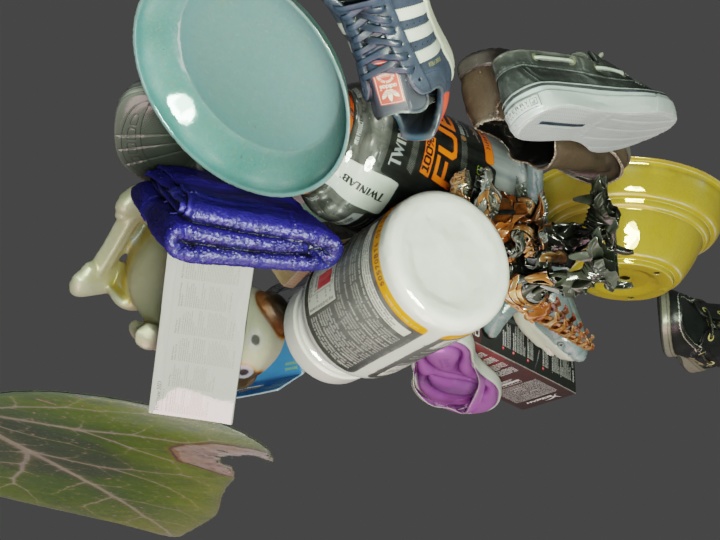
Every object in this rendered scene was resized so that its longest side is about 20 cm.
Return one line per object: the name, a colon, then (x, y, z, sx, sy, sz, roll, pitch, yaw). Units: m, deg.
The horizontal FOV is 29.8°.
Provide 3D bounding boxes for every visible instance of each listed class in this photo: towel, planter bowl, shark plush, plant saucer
towel: (-0.105, -0.049, 1.118, 0.147, 0.050, 0.200, 3, -166, -18)
planter bowl: (0.252, -0.025, 1.282, 0.199, 0.084, 0.201, 6, 158, 2)
shark plush: (0.176, -0.015, 1.260, 0.091, 0.201, 0.083, -14, -158, -42)
plant saucer: (-0.086, -0.151, 1.042, 0.199, 0.036, 0.201, 20, 134, 22)

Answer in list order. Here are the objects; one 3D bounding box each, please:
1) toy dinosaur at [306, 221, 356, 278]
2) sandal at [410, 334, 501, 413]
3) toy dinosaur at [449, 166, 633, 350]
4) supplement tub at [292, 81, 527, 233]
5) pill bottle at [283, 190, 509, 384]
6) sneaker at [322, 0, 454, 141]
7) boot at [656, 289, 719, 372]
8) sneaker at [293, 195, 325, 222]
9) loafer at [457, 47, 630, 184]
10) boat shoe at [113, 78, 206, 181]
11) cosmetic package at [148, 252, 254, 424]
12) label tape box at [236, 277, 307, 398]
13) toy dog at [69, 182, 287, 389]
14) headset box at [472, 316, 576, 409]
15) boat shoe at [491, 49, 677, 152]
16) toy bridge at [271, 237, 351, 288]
toy dinosaur: (-0.018, -0.024, 1.361, 0.102, 0.078, 0.200, -5, 169, 15)
sandal: (0.085, 0.109, 1.297, 0.082, 0.050, 0.203, -6, 152, 16)
toy dinosaur: (0.149, -0.014, 1.122, 0.135, 0.103, 0.200, -19, 146, 25)
supplement tub: (0.033, -0.084, 1.153, 0.199, 0.123, 0.122, 19, 154, -30)
pill bottle: (0.022, 0.022, 1.097, 0.116, 0.117, 0.200, 18, 153, -25)
sneaker: (0.020, -0.165, 1.011, 0.075, 0.085, 0.200, -5, 154, 27)
boot: (0.408, 0.059, 1.456, 0.153, 0.074, 0.203, -7, 160, 24)
sneaker: (-0.032, -0.056, 1.294, 0.118, 0.074, 0.200, 26, 149, -27)
loafer: (0.150, -0.110, 1.124, 0.199, 0.071, 0.073, 24, 152, -36)
boat shoe: (-0.172, -0.116, 1.218, 0.074, 0.065, 0.202, -7, 153, 8)
cosmetic package: (-0.145, 0.040, 1.260, 0.082, 0.201, 0.051, 8, -159, -5)
label tape box: (-0.088, 0.067, 1.468, 0.143, 0.066, 0.200, -15, -166, 42)
toy dog: (-0.167, 0.034, 1.376, 0.200, 0.140, 0.194, 42, -170, 21)
headset box: (0.130, 0.037, 1.372, 0.077, 0.150, 0.199, -24, 144, 39)
boat shoe: (0.179, -0.140, 1.053, 0.072, 0.071, 0.199, -31, 159, 37)
toy bridge: (0.000, 0.000, 1.305, 0.067, 0.027, 0.200, -45, 149, 19)
